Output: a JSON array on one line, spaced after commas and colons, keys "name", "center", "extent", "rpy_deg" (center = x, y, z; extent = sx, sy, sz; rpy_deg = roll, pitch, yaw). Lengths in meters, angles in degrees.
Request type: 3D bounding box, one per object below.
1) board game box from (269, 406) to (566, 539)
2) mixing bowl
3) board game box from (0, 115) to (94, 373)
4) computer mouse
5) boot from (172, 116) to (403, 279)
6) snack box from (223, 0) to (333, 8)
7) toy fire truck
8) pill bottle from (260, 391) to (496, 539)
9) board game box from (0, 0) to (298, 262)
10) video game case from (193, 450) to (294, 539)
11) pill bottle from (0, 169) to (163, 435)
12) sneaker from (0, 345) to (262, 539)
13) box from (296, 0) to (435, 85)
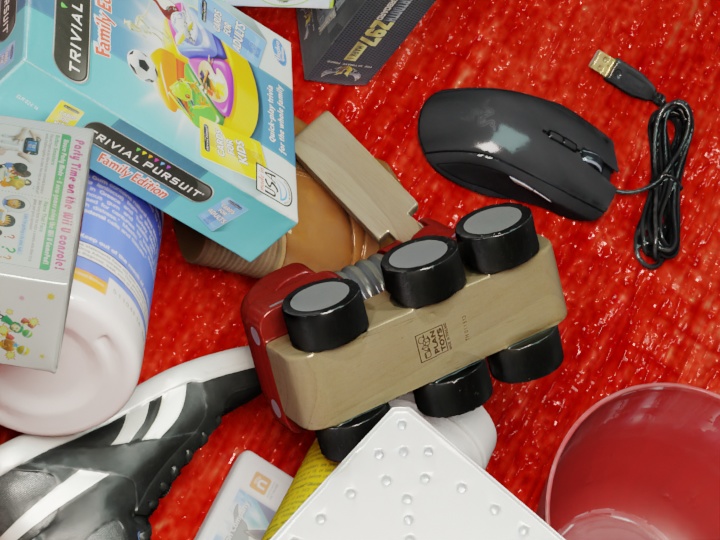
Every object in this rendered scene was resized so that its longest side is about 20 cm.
[{"name": "board game box", "center": [0.030, 0.207, 1.537], "extent": [0.200, 0.026, 0.200], "rpy_deg": [40, 72, 14]}, {"name": "mixing bowl", "center": [0.179, 0.182, 1.750], "extent": [0.199, 0.108, 0.202], "rpy_deg": [11, 62, -21]}, {"name": "board game box", "center": [-0.247, -0.027, 1.509], "extent": [0.198, 0.065, 0.148], "rpy_deg": [9, 36, -5]}, {"name": "computer mouse", "center": [0.141, -0.099, 1.902], "extent": [0.199, 0.046, 0.141], "rpy_deg": [23, 60, -13]}, {"name": "boot", "center": [-0.046, -0.082, 1.794], "extent": [0.154, 0.077, 0.201], "rpy_deg": [6, 54, -30]}, {"name": "snack box", "center": [-0.130, -0.205, 1.775], "extent": [0.199, 0.142, 0.053], "rpy_deg": [-1, 112, -25]}, {"name": "toy fire truck", "center": [0.000, 0.000, 1.678], "extent": [0.175, 0.200, 0.129], "rpy_deg": [-24, 114, -19]}, {"name": "pill bottle", "center": [0.004, 0.158, 1.651], "extent": [0.112, 0.112, 0.201], "rpy_deg": [33, 56, -7]}, {"name": "board game box", "center": [-0.125, -0.114, 1.642], "extent": [0.199, 0.047, 0.152], "rpy_deg": [30, 38, -32]}, {"name": "video game case", "center": [-0.035, 0.232, 1.679], "extent": [0.182, 0.023, 0.201], "rpy_deg": [32, 58, -8]}, {"name": "pill bottle", "center": [-0.172, -0.010, 1.654], "extent": [0.111, 0.112, 0.201], "rpy_deg": [22, 37, -14]}, {"name": "sneaker", "center": [-0.124, 0.128, 1.664], "extent": [0.199, 0.073, 0.112], "rpy_deg": [-24, 81, -23]}, {"name": "box", "center": [0.002, -0.243, 1.839], "extent": [0.051, 0.158, 0.201], "rpy_deg": [4, 64, -23]}]
